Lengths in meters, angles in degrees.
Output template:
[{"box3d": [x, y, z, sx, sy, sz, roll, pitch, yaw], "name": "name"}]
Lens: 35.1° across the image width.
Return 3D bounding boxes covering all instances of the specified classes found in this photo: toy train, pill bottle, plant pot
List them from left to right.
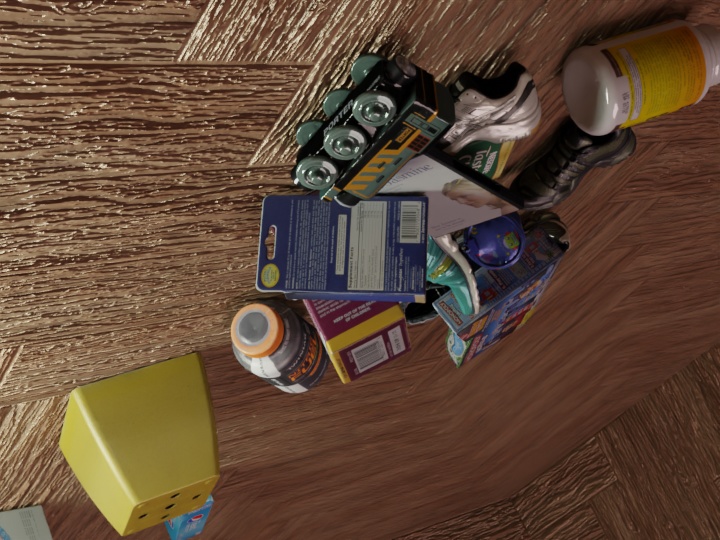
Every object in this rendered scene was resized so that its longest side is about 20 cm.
[{"box3d": [-0.308, 0.265, 1.655, 0.197, 0.178, 0.201, -15, 156, -28], "name": "plant pot"}, {"box3d": [-0.119, 0.106, 1.621, 0.105, 0.107, 0.200, -29, 159, 6], "name": "pill bottle"}, {"box3d": [0.010, -0.143, 1.210, 0.113, 0.086, 0.200, 24, 131, -27], "name": "toy train"}, {"box3d": [0.354, -0.243, 1.402, 0.197, 0.110, 0.110, -19, 157, -20], "name": "pill bottle"}]

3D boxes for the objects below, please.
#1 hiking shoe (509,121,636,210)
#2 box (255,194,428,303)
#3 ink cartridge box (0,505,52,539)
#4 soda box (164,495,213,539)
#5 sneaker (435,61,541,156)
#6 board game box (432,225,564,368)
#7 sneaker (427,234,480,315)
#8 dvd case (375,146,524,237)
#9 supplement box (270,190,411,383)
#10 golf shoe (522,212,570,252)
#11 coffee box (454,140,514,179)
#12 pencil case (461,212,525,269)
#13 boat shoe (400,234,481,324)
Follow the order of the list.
[{"box3d": [0.285, -0.163, 1.574, 0.198, 0.076, 0.101, -33, 144, 1], "name": "hiking shoe"}, {"box3d": [-0.020, -0.027, 1.327, 0.196, 0.123, 0.032, 2, 162, 5], "name": "box"}, {"box3d": [-0.621, 0.462, 1.848, 0.198, 0.084, 0.146, 1, 144, -50], "name": "ink cartridge box"}, {"box3d": [-0.337, 0.462, 2.210, 0.063, 0.068, 0.201, -18, 156, -25], "name": "soda box"}, {"box3d": [0.109, -0.186, 1.314, 0.197, 0.076, 0.089, -18, 129, -3], "name": "sneaker"}, {"box3d": [0.185, 0.052, 1.677, 0.198, 0.062, 0.201, -29, 156, -27], "name": "board game box"}, {"box3d": [0.100, -0.017, 1.551, 0.079, 0.201, 0.078, -33, -158, 4], "name": "sneaker"}, {"box3d": [0.083, -0.092, 1.350, 0.141, 0.018, 0.199, -17, 152, 39], "name": "dvd case"}, {"box3d": [-0.025, 0.016, 1.402, 0.102, 0.202, 0.131, -26, 159, -3], "name": "supplement box"}, {"box3d": [0.240, -0.013, 1.781, 0.199, 0.095, 0.078, -37, 116, 8], "name": "golf shoe"}, {"box3d": [0.098, -0.134, 1.427, 0.197, 0.044, 0.123, -20, 157, -18], "name": "coffee box"}, {"box3d": [0.181, -0.053, 1.567, 0.085, 0.079, 0.200, -12, -172, 8], "name": "pencil case"}, {"box3d": [0.136, 0.015, 1.705, 0.199, 0.071, 0.091, -34, -163, -1], "name": "boat shoe"}]
